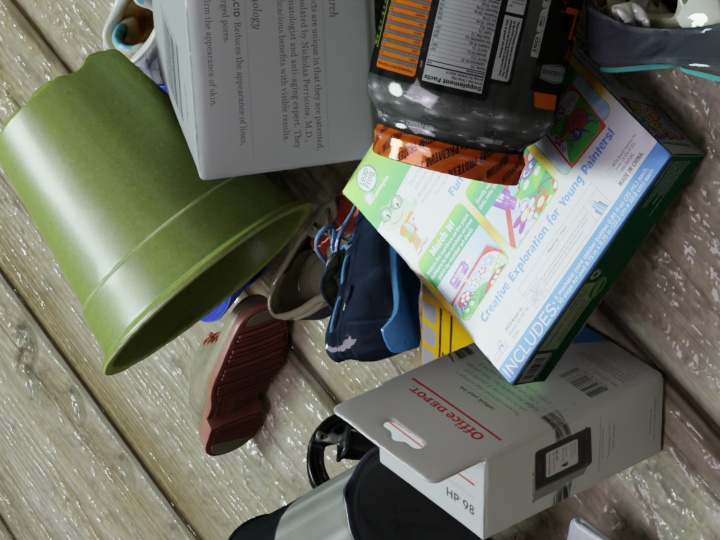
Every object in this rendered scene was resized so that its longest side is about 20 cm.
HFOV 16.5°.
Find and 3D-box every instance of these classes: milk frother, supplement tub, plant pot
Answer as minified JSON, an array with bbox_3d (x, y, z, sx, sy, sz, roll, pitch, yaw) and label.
[{"bbox_3d":[0.011,0.172,1.849,0.188,0.180,0.200,-34,56,49],"label":"milk frother"},{"bbox_3d":[0.075,-0.160,1.550,0.122,0.122,0.200,22,102,50],"label":"supplement tub"},{"bbox_3d":[-0.170,-0.057,1.861,0.190,0.200,0.200,50,146,7],"label":"plant pot"}]

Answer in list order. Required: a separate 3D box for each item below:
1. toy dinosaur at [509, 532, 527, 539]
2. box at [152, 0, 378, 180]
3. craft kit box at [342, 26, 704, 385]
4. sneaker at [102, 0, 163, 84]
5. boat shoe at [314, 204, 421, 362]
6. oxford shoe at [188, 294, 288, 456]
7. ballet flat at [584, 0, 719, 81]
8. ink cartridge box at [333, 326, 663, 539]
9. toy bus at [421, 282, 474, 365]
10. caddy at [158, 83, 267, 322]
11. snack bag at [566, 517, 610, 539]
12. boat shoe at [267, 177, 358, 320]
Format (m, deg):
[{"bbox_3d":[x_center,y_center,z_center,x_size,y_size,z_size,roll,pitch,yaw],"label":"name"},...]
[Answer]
[{"bbox_3d":[0.102,0.292,1.905,0.101,0.058,0.200,19,124,51],"label":"toy dinosaur"},{"bbox_3d":[-0.072,-0.196,1.750,0.199,0.130,0.200,-117,22,-61],"label":"box"},{"bbox_3d":[0.102,-0.063,1.638,0.198,0.048,0.200,48,121,26],"label":"craft kit box"},{"bbox_3d":[-0.170,-0.177,2.025,0.077,0.081,0.200,44,142,32],"label":"sneaker"},{"bbox_3d":[0.000,0.000,1.735,0.200,0.069,0.084,-82,-28,-71],"label":"boat shoe"},{"bbox_3d":[-0.115,0.076,2.104,0.075,0.070,0.200,58,147,28],"label":"oxford shoe"},{"bbox_3d":[0.200,-0.148,1.478,0.200,0.073,0.073,13,119,57],"label":"ballet flat"},{"bbox_3d":[0.092,0.107,1.670,0.116,0.200,0.067,34,136,44],"label":"ink cartridge box"},{"bbox_3d":[0.087,0.041,1.771,0.078,0.065,0.200,36,137,44],"label":"toy bus"},{"bbox_3d":[-0.148,-0.053,2.022,0.141,0.105,0.200,4,125,20],"label":"caddy"},{"bbox_3d":[0.198,0.286,1.756,0.200,0.021,0.189,41,141,23],"label":"snack bag"},{"bbox_3d":[-0.013,-0.022,1.892,0.071,0.062,0.200,61,147,16],"label":"boat shoe"}]
